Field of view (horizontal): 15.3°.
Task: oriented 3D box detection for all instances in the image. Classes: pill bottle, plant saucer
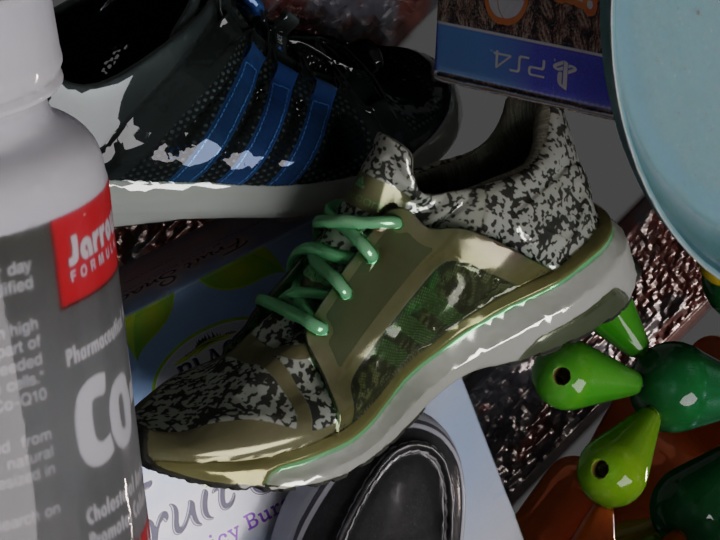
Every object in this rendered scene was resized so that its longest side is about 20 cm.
[{"bbox_3d":[-0.125,0.016,0.778,0.113,0.114,0.202,-16,110,-30],"label":"pill bottle"},{"bbox_3d":[0.144,-0.089,0.821,0.199,0.027,0.202,-9,106,-34],"label":"plant saucer"}]

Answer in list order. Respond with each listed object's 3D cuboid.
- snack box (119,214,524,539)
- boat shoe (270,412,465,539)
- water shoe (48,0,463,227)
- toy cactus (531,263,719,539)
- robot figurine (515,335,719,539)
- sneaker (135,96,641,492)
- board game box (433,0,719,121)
[{"bbox_3d":[-0.037,0.090,0.941,0.168,0.068,0.201,-28,106,-19],"label":"snack box"},{"bbox_3d":[-0.006,0.145,0.889,0.070,0.066,0.201,24,87,-26],"label":"boat shoe"},{"bbox_3d":[-0.044,-0.063,0.871,0.199,0.071,0.079,-11,126,-34],"label":"water shoe"},{"bbox_3d":[0.133,0.048,1.022,0.164,0.102,0.202,5,96,-24],"label":"toy cactus"},{"bbox_3d":[0.130,0.130,1.131,0.201,0.116,0.144,-60,161,16],"label":"robot figurine"},{"bbox_3d":[0.000,0.000,0.866,0.199,0.077,0.089,-29,119,-29],"label":"sneaker"},{"bbox_3d":[0.118,-0.157,0.864,0.159,0.097,0.202,-5,104,-36],"label":"board game box"}]
